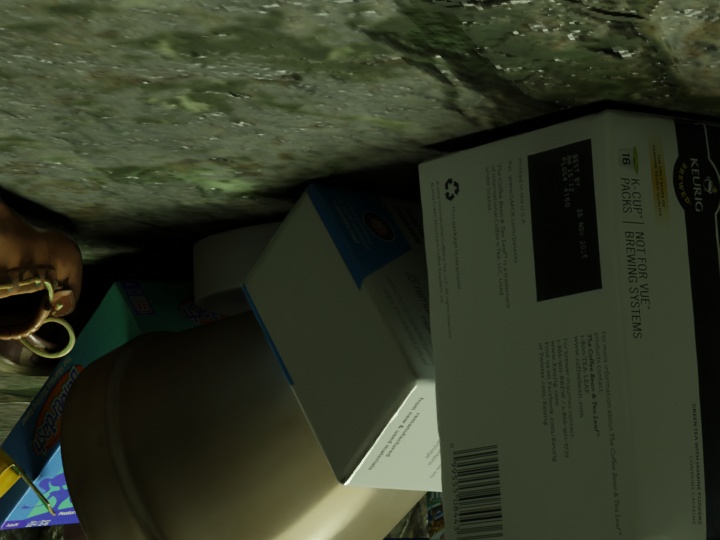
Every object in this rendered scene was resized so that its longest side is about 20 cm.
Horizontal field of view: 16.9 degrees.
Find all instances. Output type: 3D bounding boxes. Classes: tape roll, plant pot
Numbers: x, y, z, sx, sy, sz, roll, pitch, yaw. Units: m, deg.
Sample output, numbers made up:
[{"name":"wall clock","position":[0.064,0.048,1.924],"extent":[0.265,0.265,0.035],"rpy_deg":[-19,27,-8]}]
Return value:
[{"name":"tape roll","position":[0.000,0.000,1.445],"extent":[0.202,0.037,0.203],"rpy_deg":[-2,171,0]},{"name":"plant pot","position":[-0.042,0.100,1.384],"extent":[0.173,0.201,0.200],"rpy_deg":[-32,158,28]}]

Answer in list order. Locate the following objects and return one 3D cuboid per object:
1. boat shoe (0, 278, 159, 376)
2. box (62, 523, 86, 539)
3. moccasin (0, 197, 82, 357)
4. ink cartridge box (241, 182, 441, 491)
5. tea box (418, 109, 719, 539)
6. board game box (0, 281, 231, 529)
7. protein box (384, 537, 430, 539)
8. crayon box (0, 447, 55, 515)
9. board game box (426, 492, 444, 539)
[{"name":"boat shoe","position":[-0.152,0.040,1.573],"extent":[0.199,0.073,0.072],"rpy_deg":[9,164,-39]},{"name":"box","position":[-0.106,0.121,1.800],"extent":[0.199,0.167,0.164],"rpy_deg":[-4,172,13]},{"name":"moccasin","position":[-0.190,0.007,1.287],"extent":[0.073,0.078,0.201],"rpy_deg":[-3,172,1]},{"name":"ink cartridge box","position":[0.058,0.041,1.286],"extent":[0.199,0.146,0.084],"rpy_deg":[7,130,-39]},{"name":"tea box","position":[0.146,0.038,1.174],"extent":[0.196,0.201,0.133],"rpy_deg":[5,168,-40]},{"name":"board game box","position":[-0.137,0.087,1.561],"extent":[0.152,0.045,0.200],"rpy_deg":[0,139,-43]},{"name":"protein box","position":[-0.055,0.267,1.766],"extent":[0.199,0.136,0.198],"rpy_deg":[-7,171,21]},{"name":"crayon box","position":[-0.269,0.088,1.465],"extent":[0.051,0.200,0.127],"rpy_deg":[-44,177,-9]},{"name":"board game box","position":[0.100,0.120,1.728],"extent":[0.064,0.201,0.147],"rpy_deg":[-1,171,-22]}]
